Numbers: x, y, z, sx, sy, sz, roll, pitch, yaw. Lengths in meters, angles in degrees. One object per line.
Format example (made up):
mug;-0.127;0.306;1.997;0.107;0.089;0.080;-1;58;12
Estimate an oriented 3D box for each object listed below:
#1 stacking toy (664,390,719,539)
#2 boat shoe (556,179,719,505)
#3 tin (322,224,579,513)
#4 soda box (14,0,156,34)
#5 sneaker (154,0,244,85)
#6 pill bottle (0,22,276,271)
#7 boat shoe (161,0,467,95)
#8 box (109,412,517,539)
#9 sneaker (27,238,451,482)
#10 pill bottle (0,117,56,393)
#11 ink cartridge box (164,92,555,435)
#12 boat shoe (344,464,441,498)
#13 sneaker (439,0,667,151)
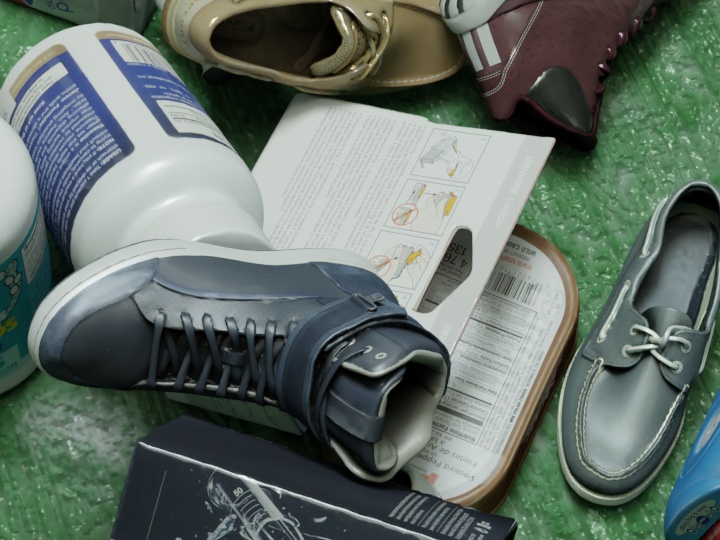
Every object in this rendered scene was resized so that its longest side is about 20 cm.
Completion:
stacking toy;0.271;0.136;1.279;0.199;0.116;0.110;31;58;-1
boat shoe;0.162;0.036;1.350;0.072;0.062;0.201;21;62;9
tin;0.051;0.057;1.351;0.111;0.042;0.201;19;62;14
soda box;-0.215;-0.213;1.480;0.199;0.064;0.069;20;60;9
sneaker;-0.043;-0.203;1.463;0.087;0.075;0.200;46;66;2
pill bottle;-0.120;-0.042;1.327;0.110;0.111;0.200;-23;43;-14
boat shoe;-0.015;-0.132;1.398;0.199;0.072;0.064;-1;20;-28
box;-0.040;0.196;1.179;0.181;0.104;0.201;17;97;9
sneaker;-0.052;0.046;1.191;0.201;0.077;0.146;-6;30;-24
pill bottle;-0.225;-0.019;1.292;0.110;0.200;0.112;0;60;0
ink cartridge box;0.000;0.000;1.347;0.175;0.045;0.201;13;60;28
boat shoe;-0.055;0.141;1.265;0.199;0.065;0.074;-20;57;4
sneaker;0.141;-0.134;1.453;0.199;0.076;0.116;-18;92;-31
